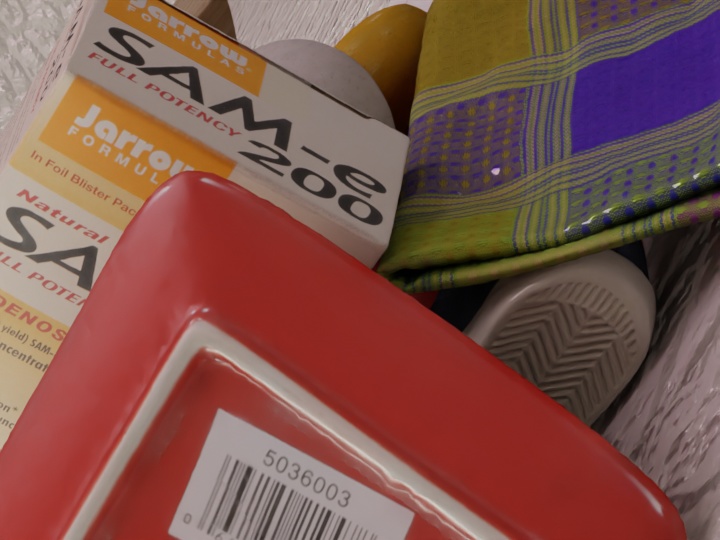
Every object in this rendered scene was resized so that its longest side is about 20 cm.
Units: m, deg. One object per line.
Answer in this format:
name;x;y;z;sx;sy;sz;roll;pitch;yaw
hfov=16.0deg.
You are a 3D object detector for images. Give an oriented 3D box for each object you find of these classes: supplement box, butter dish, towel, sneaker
supplement box;-0.087;0.010;0.914;0.200;0.126;0.074;-54;14;34
butter dish;-0.006;0.089;0.831;0.200;0.200;0.148;-59;-13;18
towel;0.078;-0.068;0.913;0.143;0.023;0.200;-16;32;20
sneaker;0.039;0.046;0.933;0.200;0.075;0.085;-46;20;32

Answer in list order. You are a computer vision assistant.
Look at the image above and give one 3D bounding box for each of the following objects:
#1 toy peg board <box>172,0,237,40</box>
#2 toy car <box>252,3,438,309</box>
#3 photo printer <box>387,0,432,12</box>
toy peg board;-0.125;0.010;1.114;0.200;0.098;0.200;-57;-35;-43
toy car;0.000;0.000;1.043;0.200;0.150;0.175;-56;-15;22
photo printer;0.062;-0.139;1.279;0.166;0.069;0.200;-52;16;51
